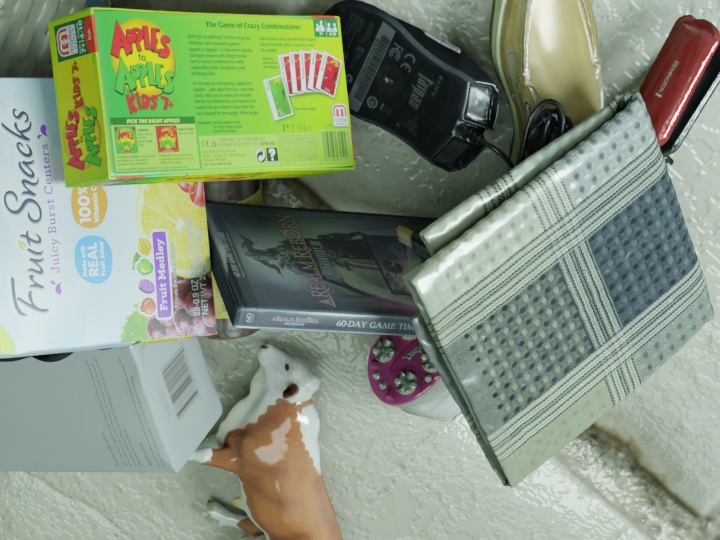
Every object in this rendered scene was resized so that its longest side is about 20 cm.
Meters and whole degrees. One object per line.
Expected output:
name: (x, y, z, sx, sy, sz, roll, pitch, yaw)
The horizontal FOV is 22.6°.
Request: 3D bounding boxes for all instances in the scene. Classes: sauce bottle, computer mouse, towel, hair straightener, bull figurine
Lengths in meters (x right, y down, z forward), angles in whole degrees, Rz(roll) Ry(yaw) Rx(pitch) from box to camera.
sauce bottle: (-0.098, -0.051, 1.247, 0.065, 0.065, 0.200, 1, 119, 6)
computer mouse: (0.045, -0.086, 1.191, 0.200, 0.046, 0.141, 31, 115, 23)
towel: (0.127, 0.014, 1.139, 0.200, 0.035, 0.193, -38, 126, -16)
hair straightener: (0.194, -0.067, 1.188, 0.041, 0.077, 0.200, 26, 96, 31)
bull figurine: (-0.073, 0.152, 1.353, 0.121, 0.065, 0.200, -7, 115, 15)

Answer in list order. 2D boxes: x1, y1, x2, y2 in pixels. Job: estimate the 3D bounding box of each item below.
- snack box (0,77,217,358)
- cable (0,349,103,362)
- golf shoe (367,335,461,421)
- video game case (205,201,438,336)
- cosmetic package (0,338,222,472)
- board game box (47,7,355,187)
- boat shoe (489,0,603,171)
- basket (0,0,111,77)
snack box: (-0.193, -0.033, 1.110, 0.068, 0.200, 0.169, -7, 89, 53)
cable: (-0.222, -0.007, 1.237, 0.200, 0.163, 0.051, -13, 152, 4)
golf shoe: (0.103, 0.040, 1.279, 0.200, 0.075, 0.092, -31, 142, 13)
video game case: (0.000, 0.000, 1.183, 0.200, 0.143, 0.019, 4, 118, -19)
cosmetic package: (-0.213, 0.081, 1.295, 0.200, 0.081, 0.113, 0, 120, 27)
board game box: (-0.095, -0.107, 1.124, 0.048, 0.200, 0.102, -8, 89, 46)
boat shoe: (0.134, -0.110, 1.173, 0.072, 0.076, 0.200, -18, 122, -12)
basket: (-0.266, -0.180, 1.143, 0.200, 0.139, 0.176, 9, 124, -33)
